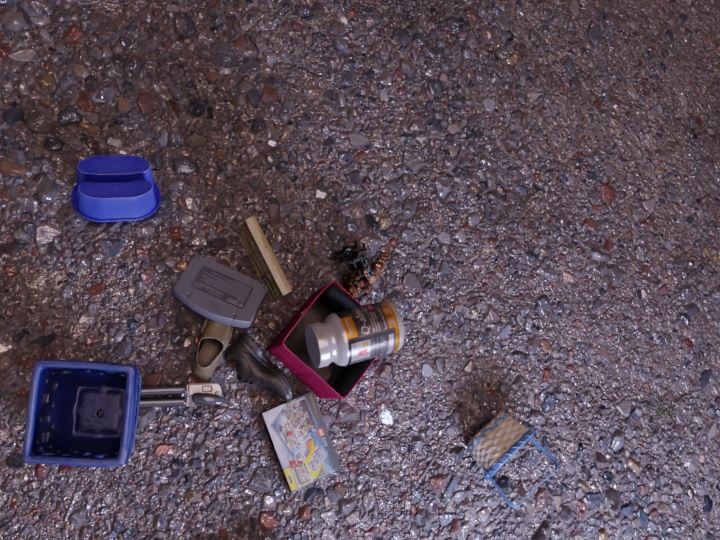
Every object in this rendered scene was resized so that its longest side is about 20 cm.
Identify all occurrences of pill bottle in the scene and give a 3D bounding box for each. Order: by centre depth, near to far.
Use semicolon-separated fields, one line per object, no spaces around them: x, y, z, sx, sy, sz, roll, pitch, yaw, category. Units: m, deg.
-0.013;0.141;1.374;0.198;0.116;0.118;-12;84;-22;pill bottle

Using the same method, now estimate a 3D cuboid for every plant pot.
-0.561;0.295;1.311;0.197;0.180;0.203;4;78;-8;plant pot

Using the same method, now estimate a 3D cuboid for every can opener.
-0.415;0.285;1.444;0.197;0.066;0.053;1;77;-14;can opener

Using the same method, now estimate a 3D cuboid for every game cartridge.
-0.333;0.053;1.496;0.198;0.041;0.134;25;52;-1;game cartridge

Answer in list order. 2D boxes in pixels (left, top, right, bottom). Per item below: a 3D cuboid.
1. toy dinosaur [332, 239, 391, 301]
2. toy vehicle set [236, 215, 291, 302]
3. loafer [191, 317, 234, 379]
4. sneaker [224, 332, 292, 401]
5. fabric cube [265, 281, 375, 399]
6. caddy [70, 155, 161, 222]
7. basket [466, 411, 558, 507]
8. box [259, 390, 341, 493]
0.000;0.000;1.646;0.136;0.101;0.201;56;51;-27;toy dinosaur
-0.236;-0.025;1.533;0.026;0.124;0.202;-27;89;-22;toy vehicle set
-0.341;0.157;1.488;0.075;0.067;0.202;18;71;-16;loafer
-0.245;0.247;1.513;0.091;0.076;0.200;-43;86;-15;sneaker
-0.080;0.172;1.512;0.200;0.199;0.197;43;70;-8;fabric cube
-0.565;-0.183;1.459;0.198;0.105;0.143;-4;59;-20;caddy
0.393;0.485;1.642;0.175;0.140;0.200;-31;60;-22;basket
-0.145;0.412;1.526;0.135;0.038;0.202;-20;87;-22;box
